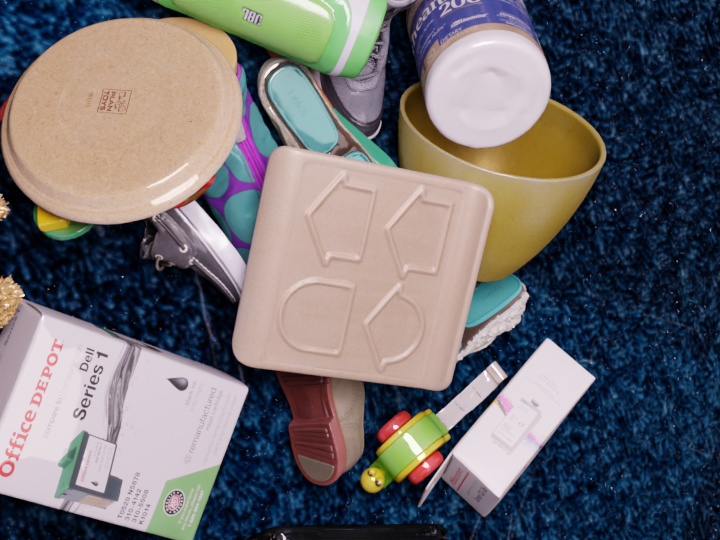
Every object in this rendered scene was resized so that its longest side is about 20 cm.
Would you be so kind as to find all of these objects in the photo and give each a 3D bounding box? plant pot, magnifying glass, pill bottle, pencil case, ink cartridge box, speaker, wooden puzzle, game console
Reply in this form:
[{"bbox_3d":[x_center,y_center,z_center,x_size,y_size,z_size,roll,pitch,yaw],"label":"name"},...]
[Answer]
[{"bbox_3d":[0.120,-0.077,1.045,0.197,0.200,0.144,-9,129,-29],"label":"plant pot"},{"bbox_3d":[-0.024,-0.127,1.008,0.022,0.079,0.202,-42,106,-36],"label":"magnifying glass"},{"bbox_3d":[0.099,-0.212,0.985,0.109,0.202,0.112,-4,132,-4],"label":"pill bottle"},{"bbox_3d":[-0.096,-0.074,0.954,0.085,0.092,0.202,-38,115,-20],"label":"pencil case"},{"bbox_3d":[-0.216,0.128,0.916,0.198,0.084,0.149,23,85,-32],"label":"ink cartridge box"},{"bbox_3d":[-0.081,-0.228,0.881,0.197,0.088,0.090,21,87,-11],"label":"speaker"},{"bbox_3d":[0.000,0.000,0.935,0.196,0.046,0.189,10,102,-15],"label":"wooden puzzle"},{"bbox_3d":[0.147,0.178,1.117,0.067,0.117,0.200,40,73,14],"label":"ink cartridge box"},{"bbox_3d":[-0.032,0.316,1.041,0.197,0.175,0.119,7,65,-32],"label":"game console"}]

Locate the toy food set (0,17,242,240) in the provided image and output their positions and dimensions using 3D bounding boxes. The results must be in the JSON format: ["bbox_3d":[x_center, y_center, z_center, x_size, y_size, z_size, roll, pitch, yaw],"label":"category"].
[{"bbox_3d":[-0.188,-0.119,0.852,0.194,0.049,0.203,-10,61,-2],"label":"toy food set"}]

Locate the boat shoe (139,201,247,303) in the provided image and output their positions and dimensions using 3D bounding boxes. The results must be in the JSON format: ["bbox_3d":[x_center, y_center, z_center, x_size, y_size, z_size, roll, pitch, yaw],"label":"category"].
[{"bbox_3d":[-0.167,-0.037,0.933,0.066,0.070,0.201,-42,116,-10],"label":"boat shoe"}]

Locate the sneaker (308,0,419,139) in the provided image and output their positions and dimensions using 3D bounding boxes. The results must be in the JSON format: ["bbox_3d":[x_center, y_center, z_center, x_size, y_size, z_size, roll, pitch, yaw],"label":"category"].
[{"bbox_3d":[0.005,-0.216,0.981,0.074,0.113,0.204,-12,103,-28],"label":"sneaker"}]

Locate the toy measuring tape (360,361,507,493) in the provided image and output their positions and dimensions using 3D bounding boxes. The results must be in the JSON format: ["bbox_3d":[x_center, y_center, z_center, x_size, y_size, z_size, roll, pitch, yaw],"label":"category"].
[{"bbox_3d":[0.078,0.155,1.100,0.199,0.073,0.074,-38,114,-17],"label":"toy measuring tape"}]

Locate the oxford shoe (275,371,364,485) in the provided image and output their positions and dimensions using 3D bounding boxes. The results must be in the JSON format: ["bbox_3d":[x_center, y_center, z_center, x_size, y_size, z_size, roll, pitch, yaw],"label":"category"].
[{"bbox_3d":[-0.036,0.097,1.044,0.074,0.069,0.204,-18,106,-55],"label":"oxford shoe"}]

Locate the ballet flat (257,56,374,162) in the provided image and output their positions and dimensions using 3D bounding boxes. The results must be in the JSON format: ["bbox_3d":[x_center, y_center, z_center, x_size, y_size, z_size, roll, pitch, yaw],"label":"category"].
[{"bbox_3d":[-0.030,-0.104,0.985,0.067,0.062,0.202,-30,107,-9],"label":"ballet flat"}]

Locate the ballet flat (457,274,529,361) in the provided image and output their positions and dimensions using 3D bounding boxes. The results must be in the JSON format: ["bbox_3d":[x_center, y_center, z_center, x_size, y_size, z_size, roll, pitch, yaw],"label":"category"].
[{"bbox_3d":[0.094,0.072,1.110,0.198,0.071,0.073,-27,110,-24],"label":"ballet flat"}]

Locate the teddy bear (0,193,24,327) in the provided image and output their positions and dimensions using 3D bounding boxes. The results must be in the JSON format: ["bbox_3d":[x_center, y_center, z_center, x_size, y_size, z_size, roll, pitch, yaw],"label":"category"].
[{"bbox_3d":[-0.334,0.021,0.839,0.144,0.066,0.203,27,82,-29],"label":"teddy bear"}]
